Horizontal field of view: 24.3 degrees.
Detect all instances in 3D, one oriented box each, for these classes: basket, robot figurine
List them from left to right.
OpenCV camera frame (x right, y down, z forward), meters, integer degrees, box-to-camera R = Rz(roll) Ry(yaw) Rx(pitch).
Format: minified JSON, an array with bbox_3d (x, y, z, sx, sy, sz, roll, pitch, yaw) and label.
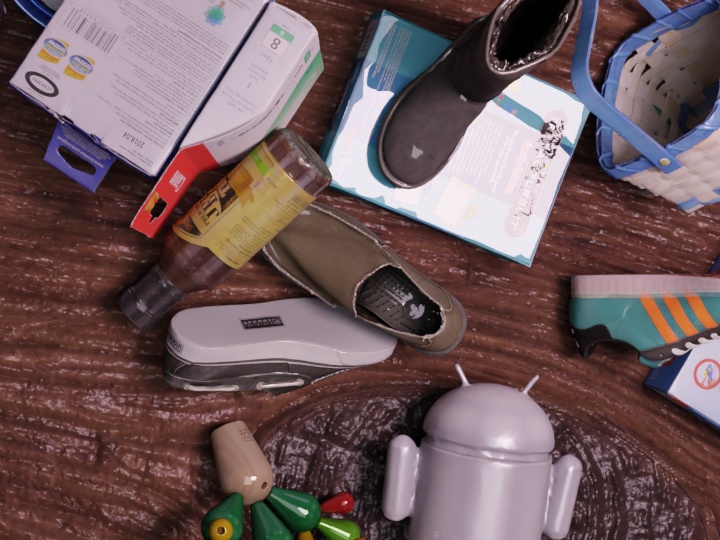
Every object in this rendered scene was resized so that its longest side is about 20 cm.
[{"bbox_3d":[0.102,0.182,1.413,0.169,0.113,0.201,6,94,-11],"label":"robot figurine"},{"bbox_3d":[0.247,-0.153,1.377,0.200,0.139,0.177,42,44,-30],"label":"basket"}]

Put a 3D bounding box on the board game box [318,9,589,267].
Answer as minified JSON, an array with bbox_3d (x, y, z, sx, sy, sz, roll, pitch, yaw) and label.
[{"bbox_3d":[0.076,-0.110,1.413,0.199,0.047,0.152,22,90,-14],"label":"board game box"}]

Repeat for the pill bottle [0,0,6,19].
[{"bbox_3d":[-0.380,-0.209,1.268,0.199,0.112,0.112,-23,100,-10],"label":"pill bottle"}]

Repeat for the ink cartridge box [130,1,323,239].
[{"bbox_3d":[-0.100,-0.103,1.315,0.050,0.161,0.201,31,88,2],"label":"ink cartridge box"}]

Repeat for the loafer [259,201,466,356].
[{"bbox_3d":[0.000,0.000,1.378,0.199,0.070,0.075,29,88,5],"label":"loafer"}]

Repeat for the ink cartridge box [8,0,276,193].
[{"bbox_3d":[-0.174,-0.159,1.284,0.136,0.076,0.201,33,87,2],"label":"ink cartridge box"}]

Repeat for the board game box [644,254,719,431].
[{"bbox_3d":[0.389,0.070,1.496,0.195,0.056,0.201,32,88,-13],"label":"board game box"}]

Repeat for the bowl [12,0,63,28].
[{"bbox_3d":[-0.202,-0.279,1.338,0.199,0.039,0.202,-1,96,-13],"label":"bowl"}]

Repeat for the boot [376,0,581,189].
[{"bbox_3d":[0.089,-0.143,1.286,0.072,0.200,0.182,32,87,-13],"label":"boot"}]

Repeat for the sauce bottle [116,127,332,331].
[{"bbox_3d":[-0.114,-0.029,1.354,0.200,0.065,0.065,-42,103,8],"label":"sauce bottle"}]

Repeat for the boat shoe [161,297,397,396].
[{"bbox_3d":[-0.068,0.067,1.394,0.199,0.071,0.064,1,128,-21],"label":"boat shoe"}]

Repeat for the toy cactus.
[{"bbox_3d":[-0.079,0.201,1.372,0.199,0.102,0.166,-10,68,-39],"label":"toy cactus"}]

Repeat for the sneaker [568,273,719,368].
[{"bbox_3d":[0.276,0.043,1.427,0.199,0.071,0.080,1,92,24],"label":"sneaker"}]
